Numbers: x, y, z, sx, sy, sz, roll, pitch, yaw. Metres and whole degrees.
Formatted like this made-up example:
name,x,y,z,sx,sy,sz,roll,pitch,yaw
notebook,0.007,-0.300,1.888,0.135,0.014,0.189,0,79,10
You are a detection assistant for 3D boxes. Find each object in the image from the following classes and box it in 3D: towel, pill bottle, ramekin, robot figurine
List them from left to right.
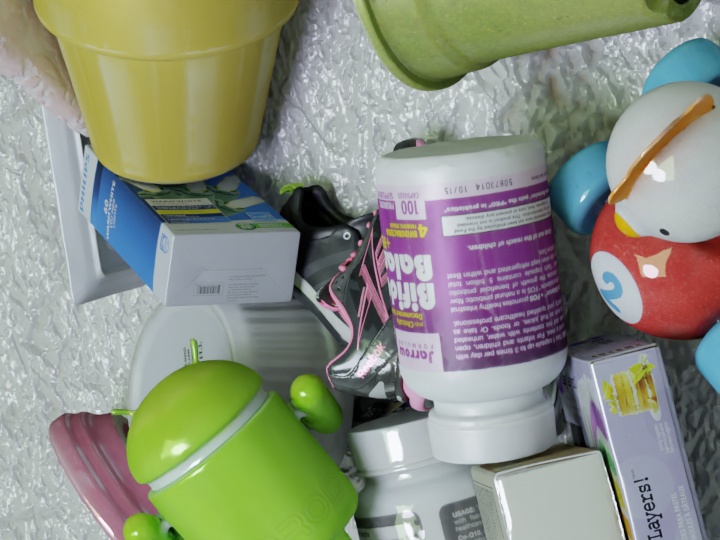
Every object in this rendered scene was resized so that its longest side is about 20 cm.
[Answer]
name,x,y,z,sx,sy,sz,roll,pitch,yaw
towel,-0.244,-0.225,1.659,0.032,0.200,0.191,-5,69,23
ramekin,-0.100,0.096,1.673,0.202,0.094,0.203,-11,76,53
robot figurine,-0.082,0.148,1.529,0.200,0.175,0.116,50,177,-6
pill bottle,0.059,0.201,1.574,0.114,0.114,0.200,-13,91,44
pill bottle,0.074,0.018,1.407,0.112,0.112,0.200,0,101,43

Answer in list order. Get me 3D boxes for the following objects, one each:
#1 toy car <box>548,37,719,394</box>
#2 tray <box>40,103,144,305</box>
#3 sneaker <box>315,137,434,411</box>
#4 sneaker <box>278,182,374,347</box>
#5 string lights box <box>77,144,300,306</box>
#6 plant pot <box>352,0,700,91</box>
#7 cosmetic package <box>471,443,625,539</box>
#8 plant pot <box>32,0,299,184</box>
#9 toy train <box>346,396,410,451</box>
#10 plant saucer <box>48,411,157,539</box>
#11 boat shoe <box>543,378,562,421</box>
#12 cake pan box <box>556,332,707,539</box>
name,x,y,z,sx,sy,sz,roll,pitch,yaw
toy car,0.191,-0.046,1.309,0.177,0.200,0.184,-47,62,14
tray,-0.210,-0.078,1.766,0.022,0.107,0.200,-5,97,30
sneaker,0.015,0.000,1.544,0.095,0.079,0.200,-1,71,13
sneaker,0.000,0.000,1.609,0.200,0.072,0.083,35,121,32
string lights box,-0.134,-0.037,1.659,0.200,0.103,0.059,41,128,55
plant pot,0.117,-0.218,1.385,0.184,0.200,0.201,-1,100,31
cosmetic package,0.124,0.170,1.429,0.200,0.071,0.105,131,125,-87
plant pot,-0.143,-0.176,1.629,0.201,0.201,0.189,28,132,35
toy train,-0.008,0.120,1.664,0.200,0.046,0.034,-41,54,43
plant saucer,-0.171,0.188,1.761,0.051,0.201,0.201,-39,69,1
boat shoe,0.095,0.026,1.508,0.074,0.086,0.202,-4,95,19
cake pan box,0.178,0.136,1.419,0.200,0.052,0.185,-153,51,-87
